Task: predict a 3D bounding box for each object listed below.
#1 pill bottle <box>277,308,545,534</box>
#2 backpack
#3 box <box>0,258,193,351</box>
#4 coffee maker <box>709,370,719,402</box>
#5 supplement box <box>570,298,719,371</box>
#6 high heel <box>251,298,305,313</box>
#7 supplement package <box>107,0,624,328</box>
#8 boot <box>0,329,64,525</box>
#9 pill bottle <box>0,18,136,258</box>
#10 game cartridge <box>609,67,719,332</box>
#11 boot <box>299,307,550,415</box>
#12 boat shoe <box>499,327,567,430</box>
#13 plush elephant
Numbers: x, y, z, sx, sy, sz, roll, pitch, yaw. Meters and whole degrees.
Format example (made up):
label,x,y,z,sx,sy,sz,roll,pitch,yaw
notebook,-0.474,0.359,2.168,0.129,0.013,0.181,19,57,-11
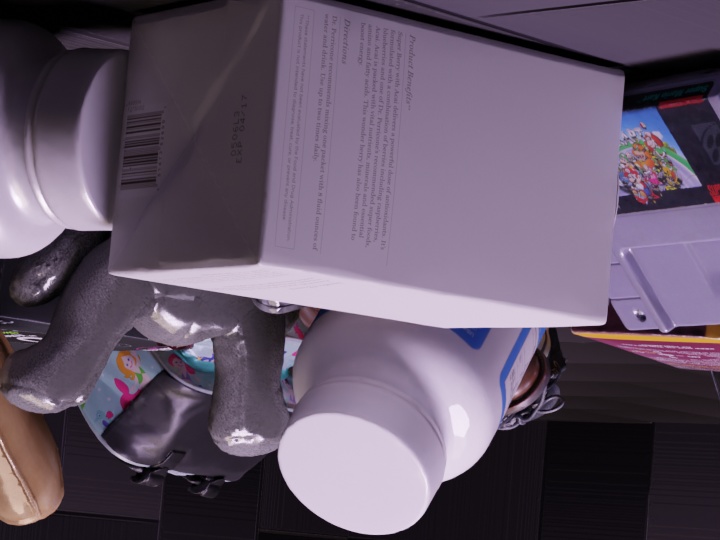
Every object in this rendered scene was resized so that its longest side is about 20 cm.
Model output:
label,x,y,z,sx,sy,sz,roll,pitch,yaw
pill bottle,0.030,0.041,1.377,0.112,0.112,0.200,2,-143,25
backpack,-0.139,0.032,1.769,0.200,0.151,0.178,46,-165,28
box,-0.209,-0.020,1.557,0.148,0.124,0.200,11,170,-40
coffee maker,0.324,0.065,1.609,0.200,0.192,0.135,1,-171,43
supplement box,0.188,-0.006,1.430,0.086,0.110,0.200,3,173,24
high heel,0.029,-0.068,1.309,0.200,0.143,0.071,-24,-134,-26
supplement package,0.005,-0.044,1.181,0.200,0.121,0.120,10,171,-37
boot,-0.225,0.016,1.382,0.066,0.175,0.200,-20,139,0
pill bottle,-0.195,-0.061,1.218,0.200,0.111,0.111,2,173,26
game cartridge,0.161,-0.032,1.226,0.130,0.038,0.200,53,153,-18
boot,0.000,0.000,1.511,0.186,0.064,0.200,15,155,35
boat shoe,0.093,0.070,1.644,0.075,0.062,0.200,-19,-170,15
plush elephant,-0.116,-0.022,1.381,0.165,0.200,0.155,7,-164,-29
